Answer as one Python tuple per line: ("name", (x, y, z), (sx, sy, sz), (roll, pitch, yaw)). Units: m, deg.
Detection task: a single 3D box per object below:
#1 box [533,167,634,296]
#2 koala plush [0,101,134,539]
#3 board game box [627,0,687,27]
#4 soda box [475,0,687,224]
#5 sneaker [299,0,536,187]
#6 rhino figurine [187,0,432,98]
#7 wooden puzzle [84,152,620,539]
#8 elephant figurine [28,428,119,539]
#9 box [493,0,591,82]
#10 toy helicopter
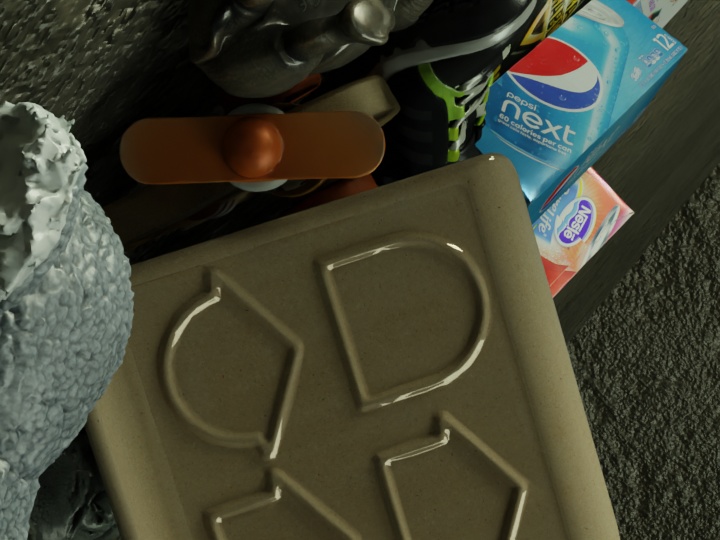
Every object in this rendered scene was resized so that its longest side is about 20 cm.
("box", (0.083, -0.026, 1.097), (0.095, 0.103, 0.200), (-45, -176, -14))
("koala plush", (-0.142, 0.046, 0.526), (0.200, 0.184, 0.177), (-57, 171, -15))
("board game box", (0.179, -0.179, 1.196), (0.200, 0.040, 0.153), (-47, 168, -4))
("soda box", (0.105, -0.082, 0.937), (0.200, 0.064, 0.068), (-43, 169, -43))
("sneaker", (0.042, -0.084, 0.790), (0.072, 0.083, 0.200), (-42, -172, -22))
("rhino figurine", (0.004, -0.125, 0.688), (0.087, 0.060, 0.200), (-20, -169, 42))
("wooden puzzle", (-0.007, 0.066, 0.685), (0.199, 0.186, 0.046), (-18, -172, -12))
("elephant figurine", (-0.164, 0.107, 0.705), (0.200, 0.141, 0.155), (-46, 155, -38))
("box", (0.088, -0.157, 0.934), (0.160, 0.049, 0.200), (-44, 168, -9))
("toy helicopter", (-0.070, -0.030, 0.688), (0.200, 0.079, 0.132), (-27, -177, -18))
